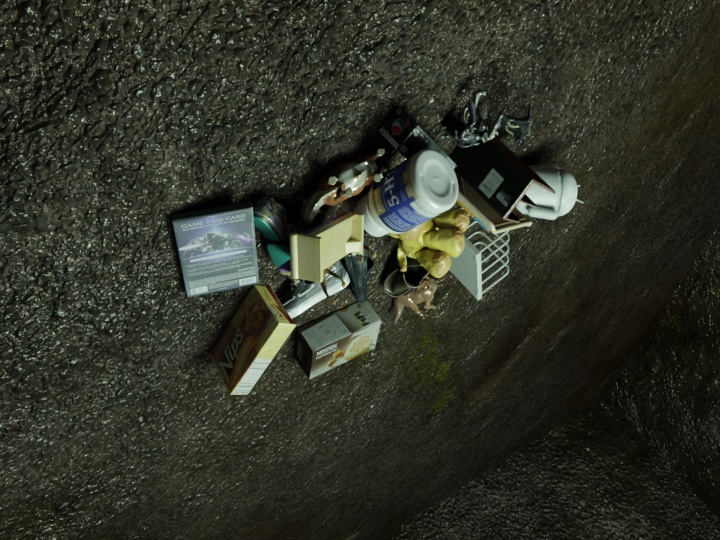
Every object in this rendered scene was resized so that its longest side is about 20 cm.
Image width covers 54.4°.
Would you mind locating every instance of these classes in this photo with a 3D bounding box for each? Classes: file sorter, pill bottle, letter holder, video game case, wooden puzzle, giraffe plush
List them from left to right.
[{"bbox_3d":[-0.259,-0.034,1.273,0.139,0.019,0.203,-11,139,-14],"label":"video game case"},{"bbox_3d":[0.084,-0.141,1.364,0.117,0.123,0.198,-7,167,-40],"label":"pill bottle"},{"bbox_3d":[0.115,-0.098,1.516,0.161,0.196,0.177,37,63,-42],"label":"giraffe plush"},{"bbox_3d":[0.292,-0.058,1.746,0.123,0.139,0.202,-35,147,-12],"label":"file sorter"},{"bbox_3d":[0.270,-0.148,1.547,0.198,0.185,0.038,-9,140,-52],"label":"wooden puzzle"},{"bbox_3d":[0.310,-0.204,1.531,0.140,0.201,0.101,9,125,-50],"label":"letter holder"}]

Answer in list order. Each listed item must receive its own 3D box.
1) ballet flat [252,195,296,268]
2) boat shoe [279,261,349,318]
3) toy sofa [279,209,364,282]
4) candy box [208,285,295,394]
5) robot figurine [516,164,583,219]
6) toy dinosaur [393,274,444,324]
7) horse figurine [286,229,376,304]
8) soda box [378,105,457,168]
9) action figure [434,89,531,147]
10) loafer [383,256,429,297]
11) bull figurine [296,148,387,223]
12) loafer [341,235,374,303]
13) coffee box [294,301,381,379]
[{"bbox_3d":[-0.152,-0.072,1.335,0.071,0.072,0.202,-34,146,-8],"label":"ballet flat"},{"bbox_3d":[-0.121,0.040,1.501,0.196,0.072,0.069,-27,114,4],"label":"boat shoe"},{"bbox_3d":[-0.073,-0.053,1.328,0.199,0.095,0.085,-35,131,-59],"label":"toy sofa"},{"bbox_3d":[-0.229,0.146,1.462,0.055,0.116,0.202,11,122,-49],"label":"candy box"},{"bbox_3d":[0.442,-0.193,1.713,0.193,0.173,0.114,4,146,5],"label":"robot figurine"},{"bbox_3d":[0.135,0.053,1.769,0.198,0.088,0.134,-34,141,28],"label":"toy dinosaur"},{"bbox_3d":[-0.054,-0.028,1.454,0.201,0.132,0.050,-50,152,-7],"label":"horse figurine"},{"bbox_3d":[0.117,-0.244,1.401,0.063,0.071,0.199,-46,148,9],"label":"soda box"},{"bbox_3d":[0.248,-0.307,1.439,0.194,0.106,0.119,-1,179,8],"label":"action figure"},{"bbox_3d":[0.109,0.009,1.645,0.200,0.072,0.072,-48,-164,48],"label":"loafer"},{"bbox_3d":[-0.032,-0.164,1.326,0.198,0.066,0.121,-38,-167,-20],"label":"bull figurine"},{"bbox_3d":[0.000,0.000,1.571,0.069,0.069,0.203,-23,141,-8],"label":"loafer"},{"bbox_3d":[-0.056,0.165,1.699,0.196,0.080,0.116,-21,143,-28],"label":"coffee box"}]
